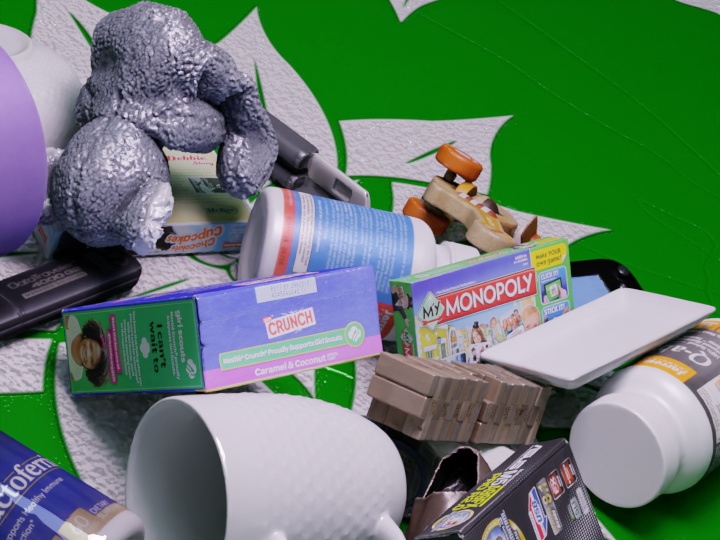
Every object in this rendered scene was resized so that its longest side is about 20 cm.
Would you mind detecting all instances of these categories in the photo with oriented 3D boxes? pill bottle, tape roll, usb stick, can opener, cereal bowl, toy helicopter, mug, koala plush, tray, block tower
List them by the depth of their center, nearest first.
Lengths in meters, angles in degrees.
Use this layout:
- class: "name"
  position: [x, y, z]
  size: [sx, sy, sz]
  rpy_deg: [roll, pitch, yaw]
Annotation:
- class: "pill bottle"
  position: [-0.258, 0.171, 1.360]
  size: [0.199, 0.116, 0.116]
  rpy_deg: [29, 35, 11]
- class: "mug"
  position: [-0.048, 0.173, 1.434]
  size: [0.175, 0.148, 0.200]
  rpy_deg: [0, 24, -36]
- class: "block tower"
  position: [0.078, 0.104, 1.584]
  size: [0.058, 0.054, 0.200]
  rpy_deg: [23, 6, 33]
- class: "tape roll"
  position: [-0.347, -0.096, 1.595]
  size: [0.200, 0.201, 0.085]
  rpy_deg: [41, 39, 25]
- class: "usb stick"
  position: [-0.264, 0.021, 1.632]
  size: [0.055, 0.033, 0.200]
  rpy_deg: [33, 35, 27]
- class: "koala plush"
  position: [-0.194, -0.103, 1.671]
  size: [0.177, 0.184, 0.200]
  rpy_deg: [19, 59, 23]
- class: "tray"
  position: [0.206, 0.061, 1.710]
  size: [0.199, 0.022, 0.107]
  rpy_deg: [-22, 25, -40]
- class: "pill bottle"
  position: [0.272, 0.124, 1.716]
  size: [0.116, 0.117, 0.200]
  rpy_deg: [38, 37, 22]
- class: "pill bottle"
  position: [0.000, 0.000, 1.735]
  size: [0.199, 0.113, 0.113]
  rpy_deg: [11, 36, -14]
- class: "cereal bowl"
  position: [-0.339, -0.166, 1.762]
  size: [0.199, 0.084, 0.200]
  rpy_deg: [8, 26, -4]
- class: "toy helicopter"
  position: [0.119, -0.040, 1.846]
  size: [0.132, 0.079, 0.200]
  rpy_deg: [30, 11, -11]
- class: "can opener"
  position: [-0.069, -0.100, 1.883]
  size: [0.200, 0.053, 0.066]
  rpy_deg: [41, 39, 26]

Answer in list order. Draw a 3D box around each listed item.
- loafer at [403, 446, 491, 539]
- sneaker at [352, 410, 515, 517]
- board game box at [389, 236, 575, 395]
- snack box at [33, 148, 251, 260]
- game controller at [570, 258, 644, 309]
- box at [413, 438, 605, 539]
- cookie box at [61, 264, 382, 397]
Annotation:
- class: "loafer"
  position: [0.055, 0.199, 1.472]
  size: [0.073, 0.071, 0.200]
  rpy_deg: [-8, 25, 19]
- class: "sneaker"
  position: [0.063, 0.160, 1.608]
  size: [0.199, 0.075, 0.087]
  rpy_deg: [22, 17, -6]
- class: "board game box"
  position: [0.110, 0.055, 1.712]
  size: [0.199, 0.135, 0.029]
  rpy_deg: [-15, 14, -41]
- class: "snack box"
  position: [-0.202, -0.063, 1.773]
  size: [0.199, 0.037, 0.116]
  rpy_deg: [-3, 42, -31]
- class: "game controller"
  position: [0.192, 0.038, 1.853]
  size: [0.199, 0.042, 0.104]
  rpy_deg: [-7, 44, -34]
- class: "box"
  position: [0.129, 0.244, 1.430]
  size: [0.160, 0.044, 0.201]
  rpy_deg: [-31, 103, -51]
- class: "cookie box"
  position: [-0.109, 0.048, 1.543]
  size: [0.170, 0.076, 0.200]
  rpy_deg: [-9, 1, -37]
